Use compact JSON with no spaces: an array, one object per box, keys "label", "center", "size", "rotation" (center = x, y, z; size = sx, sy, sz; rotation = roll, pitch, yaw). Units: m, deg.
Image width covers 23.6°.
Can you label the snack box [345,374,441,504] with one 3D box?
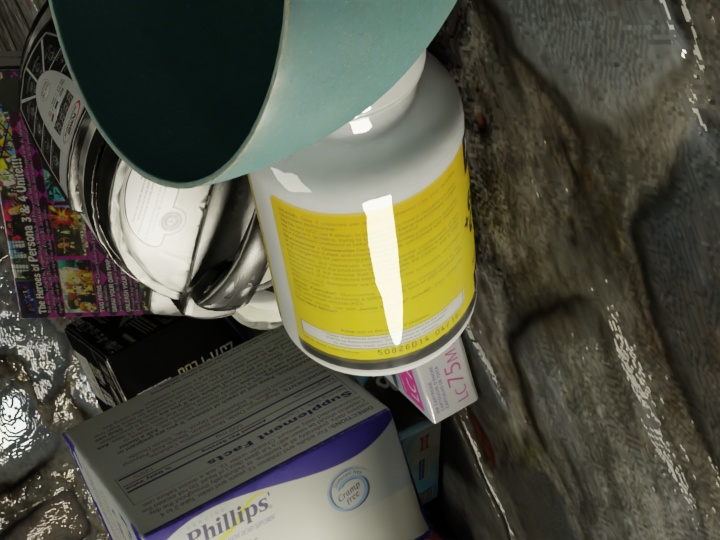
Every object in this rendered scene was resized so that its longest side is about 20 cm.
[{"label":"snack box","center":[-0.009,0.066,1.236],"size":[0.201,0.037,0.117],"rotation":[55,162,29]}]

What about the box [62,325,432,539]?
[{"label":"box","center":[-0.081,0.144,1.181],"size":[0.200,0.183,0.106],"rotation":[32,144,62]}]

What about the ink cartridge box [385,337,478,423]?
[{"label":"ink cartridge box","center":[0.000,0.000,1.093],"size":[0.200,0.042,0.120],"rotation":[45,156,54]}]

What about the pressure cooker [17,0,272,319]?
[{"label":"pressure cooker","center":[-0.093,-0.083,1.008],"size":[0.200,0.178,0.177],"rotation":[50,172,44]}]

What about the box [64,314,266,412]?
[{"label":"box","center":[-0.143,0.060,1.439],"size":[0.087,0.163,0.200],"rotation":[66,164,-13]}]

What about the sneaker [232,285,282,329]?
[{"label":"sneaker","center":[-0.064,0.004,1.128],"size":[0.081,0.075,0.200],"rotation":[53,171,-20]}]

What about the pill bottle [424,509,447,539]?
[{"label":"pill bottle","center":[-0.005,0.200,1.299],"size":[0.200,0.111,0.112],"rotation":[49,160,53]}]

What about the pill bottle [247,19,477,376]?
[{"label":"pill bottle","center":[0.000,-0.047,0.868],"size":[0.112,0.111,0.201],"rotation":[51,161,37]}]

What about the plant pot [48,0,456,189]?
[{"label":"plant pot","center":[-0.031,-0.144,0.715],"size":[0.199,0.134,0.202],"rotation":[23,119,50]}]

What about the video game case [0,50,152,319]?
[{"label":"video game case","center":[-0.165,-0.061,1.219],"size":[0.036,0.179,0.202],"rotation":[-89,-4,-60]}]
